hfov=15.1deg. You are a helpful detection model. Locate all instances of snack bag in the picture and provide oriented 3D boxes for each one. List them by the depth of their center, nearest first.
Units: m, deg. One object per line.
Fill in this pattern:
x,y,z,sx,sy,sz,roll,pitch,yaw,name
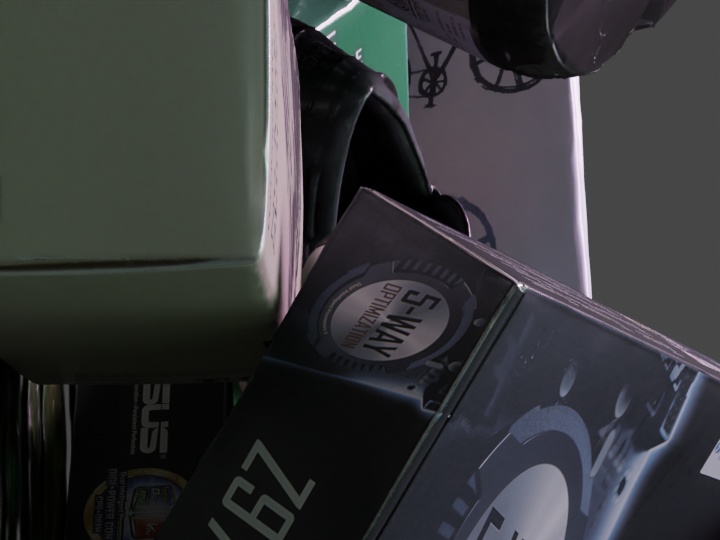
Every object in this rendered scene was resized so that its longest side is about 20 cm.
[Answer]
0.004,-0.050,1.015,0.021,0.188,0.200,19,64,-52,snack bag

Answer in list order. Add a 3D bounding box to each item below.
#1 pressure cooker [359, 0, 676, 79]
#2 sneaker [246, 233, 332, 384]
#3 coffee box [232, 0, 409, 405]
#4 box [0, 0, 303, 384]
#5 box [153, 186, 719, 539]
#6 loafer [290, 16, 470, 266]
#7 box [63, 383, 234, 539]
0.007,-0.164,0.732,0.179,0.200,0.176,-45,154,-39,pressure cooker
-0.013,0.063,0.727,0.201,0.076,0.116,120,-10,-79,sneaker
-0.030,0.004,0.896,0.123,0.044,0.200,-41,139,-43,coffee box
-0.048,-0.024,0.561,0.200,0.068,0.082,89,0,-83,box
0.021,0.080,0.613,0.160,0.044,0.200,-59,150,3,box
0.000,0.000,0.826,0.068,0.070,0.201,-57,148,-23,loafer
-0.054,0.144,0.747,0.200,0.044,0.160,-91,179,-46,box
